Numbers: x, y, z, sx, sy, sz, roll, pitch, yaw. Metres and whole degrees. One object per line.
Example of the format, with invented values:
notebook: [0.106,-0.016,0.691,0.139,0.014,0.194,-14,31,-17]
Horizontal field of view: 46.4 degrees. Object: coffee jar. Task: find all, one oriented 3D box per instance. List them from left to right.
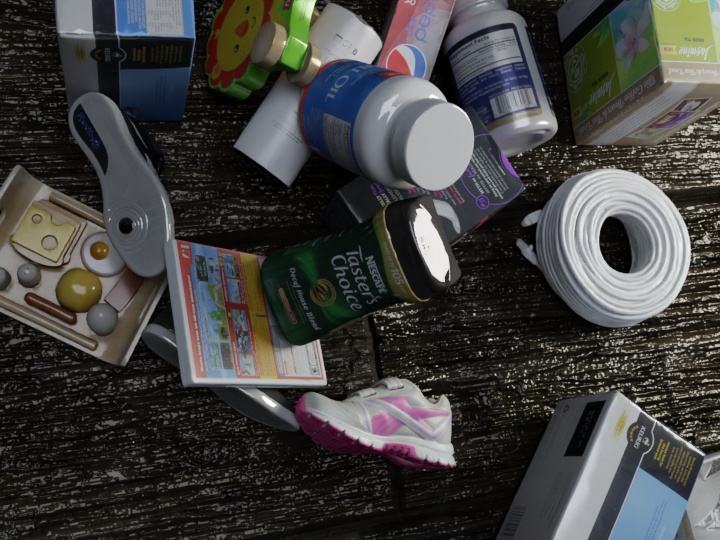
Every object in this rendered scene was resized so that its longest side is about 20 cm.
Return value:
coffee jar: [0.000,0.000,0.864,0.198,0.085,0.106,-22,93,25]

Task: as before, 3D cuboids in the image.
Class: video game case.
video game case: [-0.115,0.050,0.876,0.199,0.017,0.145,11,62,-53]

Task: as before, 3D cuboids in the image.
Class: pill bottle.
pill bottle: [0.025,-0.147,0.857,0.111,0.199,0.114,-13,116,-29]
pill bottle: [0.165,-0.250,1.043,0.109,0.111,0.203,-12,80,-18]

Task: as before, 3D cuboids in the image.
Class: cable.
cable: [0.320,-0.032,1.059,0.199,0.069,0.201,-39,90,-20]

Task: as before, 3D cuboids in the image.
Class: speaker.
speaker: [-0.061,-0.197,0.956,0.081,0.081,0.202,33,88,-6]

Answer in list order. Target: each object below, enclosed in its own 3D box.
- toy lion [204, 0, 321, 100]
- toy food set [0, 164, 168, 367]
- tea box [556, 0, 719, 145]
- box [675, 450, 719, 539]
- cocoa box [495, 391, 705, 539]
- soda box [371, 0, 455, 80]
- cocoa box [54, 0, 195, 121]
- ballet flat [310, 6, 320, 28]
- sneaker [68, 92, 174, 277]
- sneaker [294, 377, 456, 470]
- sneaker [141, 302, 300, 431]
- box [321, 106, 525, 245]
toy lion: [-0.104,-0.289,0.932,0.068,0.191,0.203,18,93,-39]
toy food set: [-0.305,-0.005,0.882,0.198,0.060,0.145,27,72,-9]
tea box: [0.362,-0.284,1.059,0.131,0.200,0.200,-3,78,-16]
box: [0.463,0.325,1.029,0.156,0.048,0.204,-10,80,-18]
cocoa box: [0.264,0.260,0.935,0.130,0.133,0.202,33,71,-7]
soda box: [0.059,-0.277,1.008,0.069,0.063,0.203,18,96,-11]
cocoa box: [-0.247,-0.255,0.881,0.129,0.200,0.136,-4,78,-16]
ballet flat: [-0.092,-0.316,1.009,0.063,0.069,0.201,-41,90,-15]
sneaker: [-0.230,-0.087,0.893,0.072,0.112,0.203,-24,83,8]
sneaker: [0.019,0.159,0.926,0.198,0.081,0.090,20,66,-27]
sneaker: [-0.128,0.087,0.907,0.199,0.071,0.100,38,58,-13]
box: [0.071,-0.079,0.980,0.199,0.106,0.123,-33,87,-19]
